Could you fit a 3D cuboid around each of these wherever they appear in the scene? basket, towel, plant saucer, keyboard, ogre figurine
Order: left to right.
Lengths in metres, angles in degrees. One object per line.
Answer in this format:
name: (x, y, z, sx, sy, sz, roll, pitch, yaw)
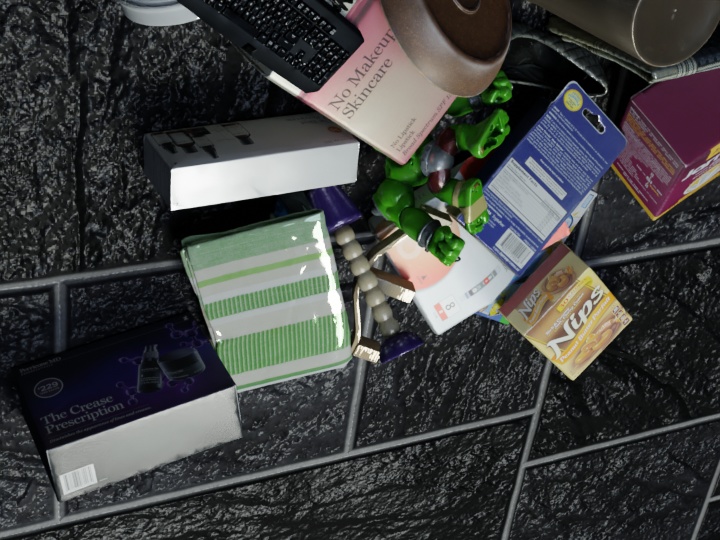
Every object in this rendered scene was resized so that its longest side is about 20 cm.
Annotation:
towel: (-0.094, 0.036, 1.332, 0.152, 0.023, 0.200, -13, 123, 0)
keyboard: (-0.059, -0.219, 1.069, 0.104, 0.040, 0.200, -50, 145, 9)
ogre figurine: (0.081, -0.117, 1.324, 0.098, 0.120, 0.201, -13, 115, -55)
plant saucer: (0.087, -0.266, 1.210, 0.034, 0.201, 0.200, -16, 148, 38)
basket: (0.258, -0.297, 1.273, 0.180, 0.200, 0.136, 3, 119, -32)
towel: (0.329, -0.251, 1.350, 0.192, 0.200, 0.035, -18, 123, -20)

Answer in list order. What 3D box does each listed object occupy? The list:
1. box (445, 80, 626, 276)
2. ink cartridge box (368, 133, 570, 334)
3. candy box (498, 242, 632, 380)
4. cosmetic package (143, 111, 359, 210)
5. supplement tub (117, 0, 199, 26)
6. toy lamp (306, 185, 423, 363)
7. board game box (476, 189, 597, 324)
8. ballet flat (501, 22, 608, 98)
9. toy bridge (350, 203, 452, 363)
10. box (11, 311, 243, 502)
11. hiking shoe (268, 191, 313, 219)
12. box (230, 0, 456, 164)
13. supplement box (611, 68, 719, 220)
box: (0.201, -0.105, 1.418, 0.121, 0.032, 0.200, 40, 91, -32)
ink cartridge box: (0.132, -0.040, 1.441, 0.200, 0.050, 0.162, -30, 120, 5)
candy box: (0.262, 0.056, 1.599, 0.115, 0.055, 0.200, -47, 147, 3)
cosmetic package: (-0.108, -0.113, 1.258, 0.199, 0.083, 0.051, -11, 127, -26)
supplement tub: (-0.170, -0.318, 1.030, 0.144, 0.145, 0.200, -27, 132, -12)
toy lamp: (0.000, 0.000, 1.351, 0.058, 0.200, 0.058, -26, 176, -2)
board game box: (0.180, -0.038, 1.522, 0.135, 0.034, 0.200, 18, 111, -39)
ballet flat: (0.192, -0.228, 1.378, 0.200, 0.057, 0.067, 3, 123, -33)
toy bridge: (0.028, 0.014, 1.403, 0.067, 0.027, 0.200, 21, 113, -18)
box: (-0.242, 0.137, 1.313, 0.200, 0.141, 0.079, -18, 127, -20)
hiking shoe: (-0.095, 0.004, 1.355, 0.086, 0.074, 0.200, -8, 124, -26)
box: (-0.007, -0.213, 1.231, 0.200, 0.109, 0.128, 27, 105, -42)
supplement box: (0.374, -0.158, 1.452, 0.131, 0.103, 0.200, -34, 166, -5)
